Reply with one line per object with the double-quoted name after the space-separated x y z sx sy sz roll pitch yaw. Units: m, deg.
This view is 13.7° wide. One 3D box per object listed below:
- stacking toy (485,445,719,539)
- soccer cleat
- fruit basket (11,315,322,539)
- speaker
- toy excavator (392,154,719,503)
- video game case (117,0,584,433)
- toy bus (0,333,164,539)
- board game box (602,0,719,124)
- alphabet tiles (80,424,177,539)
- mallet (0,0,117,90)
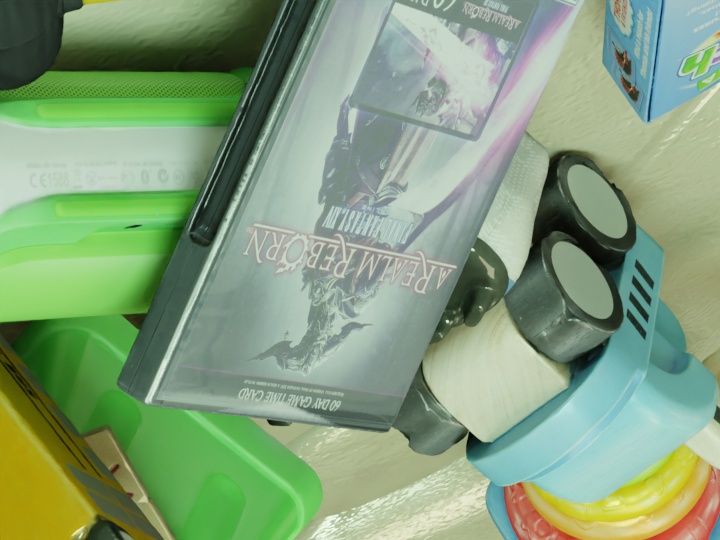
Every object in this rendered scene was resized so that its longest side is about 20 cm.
0.115 0.070 1.406 0.116 0.110 0.200 -31 148 -9 "stacking toy"
0.000 0.000 1.147 0.070 0.086 0.200 43 142 -21 "soccer cleat"
-0.113 0.111 1.198 0.216 0.156 0.216 -48 -168 14 "fruit basket"
-0.093 -0.025 0.967 0.200 0.088 0.088 -3 150 -43 "speaker"
0.115 0.047 1.253 0.100 0.200 0.194 -37 -162 28 "toy excavator"
0.007 -0.044 0.974 0.143 0.019 0.200 11 104 -57 "video game case"
-0.125 0.070 0.980 0.065 0.200 0.078 -43 155 2 "toy bus"
0.155 -0.138 1.007 0.151 0.037 0.200 -30 159 -10 "board game box"
-0.158 0.128 1.089 0.200 0.006 0.166 -21 117 13 "alphabet tiles"
-0.031 -0.084 0.890 0.200 0.041 0.066 -1 155 -11 "mallet"
